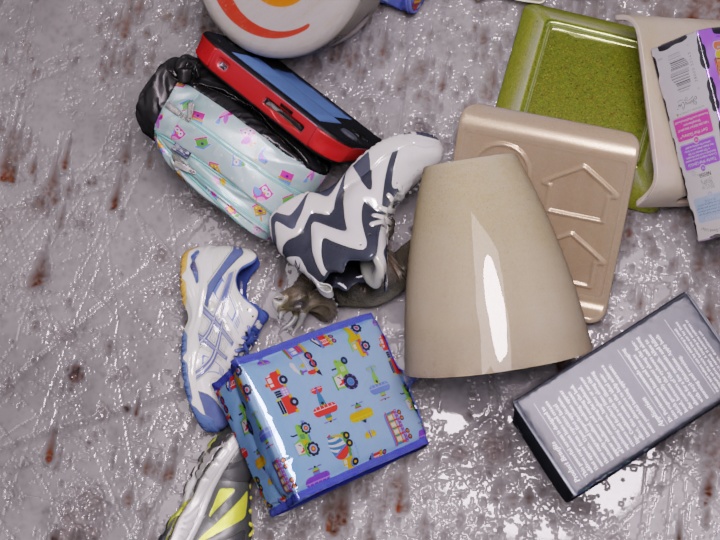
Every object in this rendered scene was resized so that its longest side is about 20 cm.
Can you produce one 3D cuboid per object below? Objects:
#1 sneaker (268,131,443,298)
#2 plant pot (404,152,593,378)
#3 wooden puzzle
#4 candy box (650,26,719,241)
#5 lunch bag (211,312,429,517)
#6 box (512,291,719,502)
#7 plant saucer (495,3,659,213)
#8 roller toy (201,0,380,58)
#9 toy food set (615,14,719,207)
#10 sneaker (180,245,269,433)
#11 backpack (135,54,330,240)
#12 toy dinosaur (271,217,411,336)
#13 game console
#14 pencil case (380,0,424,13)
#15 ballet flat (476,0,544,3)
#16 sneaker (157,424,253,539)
[{"bbox_3d":[0.019,-0.045,1.351,0.199,0.080,0.130,-28,65,-12],"label":"sneaker"},{"bbox_3d":[0.121,-0.009,1.318,0.186,0.187,0.201,-8,93,4],"label":"plant pot"},{"bbox_3d":[0.182,-0.061,1.395,0.184,0.046,0.201,12,108,12],"label":"wooden puzzle"},{"bbox_3d":[0.395,-0.143,1.346,0.167,0.071,0.201,-12,87,-31],"label":"candy box"},{"bbox_3d":[-0.024,0.136,1.362,0.199,0.094,0.151,-20,78,-27],"label":"lunch bag"},{"bbox_3d":[0.259,0.128,1.319,0.200,0.148,0.107,-32,77,-1],"label":"box"},{"bbox_3d":[0.247,-0.183,1.437,0.199,0.048,0.201,15,80,9],"label":"plant saucer"},{"bbox_3d":[-0.070,-0.314,1.392,0.199,0.140,0.183,17,108,10],"label":"roller toy"},{"bbox_3d":[0.332,-0.167,1.390,0.143,0.060,0.201,-2,82,-30],"label":"toy food set"},{"bbox_3d":[-0.140,0.068,1.412,0.088,0.075,0.201,-5,78,5],"label":"sneaker"},{"bbox_3d":[-0.130,-0.128,1.422,0.200,0.167,0.127,39,106,10],"label":"backpack"},{"bbox_3d":[0.000,0.000,1.423,0.199,0.077,0.103,-13,89,-2],"label":"toy dinosaur"},{"bbox_3d":[-0.068,-0.182,1.408,0.200,0.177,0.031,40,108,12],"label":"game console"},{"bbox_3d":[-0.013,-0.355,1.483,0.199,0.087,0.078,23,39,9],"label":"pencil case"},{"bbox_3d":[0.215,-0.327,1.473,0.199,0.069,0.063,-1,106,8],"label":"ballet flat"},{"bbox_3d":[-0.141,0.244,1.386,0.084,0.074,0.201,32,77,-14],"label":"sneaker"}]
